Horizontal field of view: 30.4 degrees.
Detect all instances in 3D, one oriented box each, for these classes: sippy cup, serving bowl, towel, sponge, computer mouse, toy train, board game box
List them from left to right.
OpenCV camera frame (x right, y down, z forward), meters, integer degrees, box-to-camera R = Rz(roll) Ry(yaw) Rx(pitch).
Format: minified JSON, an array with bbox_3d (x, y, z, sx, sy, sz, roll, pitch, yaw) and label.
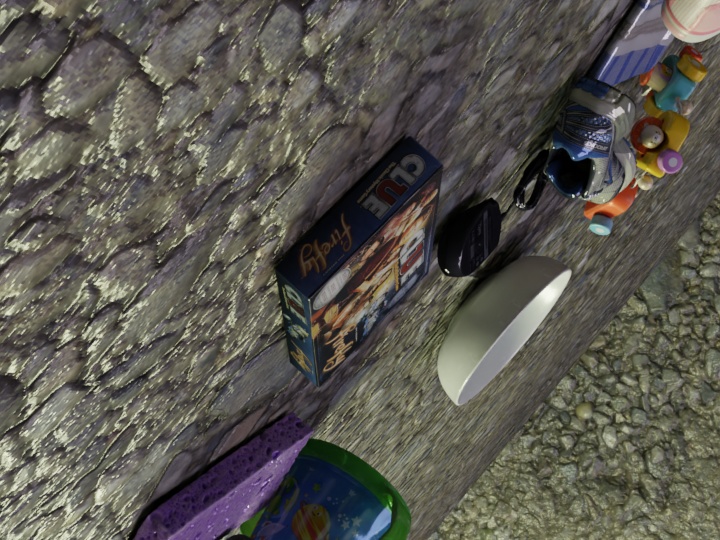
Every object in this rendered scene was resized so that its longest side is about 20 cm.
[{"bbox_3d":[-0.125,0.201,1.121,0.200,0.030,0.112,-31,158,-52],"label":"sponge"},{"bbox_3d":[-0.041,0.251,1.244,0.131,0.139,0.178,-52,176,-29],"label":"sippy cup"},{"bbox_3d":[0.000,0.000,0.975,0.136,0.035,0.200,-46,165,-15],"label":"board game box"},{"bbox_3d":[0.151,0.056,1.500,0.200,0.066,0.200,-45,165,-16],"label":"serving bowl"},{"bbox_3d":[0.123,-0.058,1.215,0.200,0.034,0.059,-42,140,-43],"label":"computer mouse"},{"bbox_3d":[0.279,-0.143,1.351,0.150,0.055,0.201,-24,-138,67],"label":"toy train"},{"bbox_3d":[0.287,-0.253,1.212,0.147,0.024,0.201,-26,153,-55],"label":"towel"}]

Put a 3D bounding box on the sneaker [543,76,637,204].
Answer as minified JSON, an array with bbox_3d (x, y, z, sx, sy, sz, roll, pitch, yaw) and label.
[{"bbox_3d":[0.205,-0.102,1.238,0.085,0.077,0.200,-55,158,-11],"label":"sneaker"}]

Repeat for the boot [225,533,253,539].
[{"bbox_3d":[-0.179,0.328,1.180,0.181,0.073,0.200,-30,171,-48],"label":"boot"}]

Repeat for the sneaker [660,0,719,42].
[{"bbox_3d":[0.350,-0.277,1.130,0.200,0.075,0.105,-35,167,-20],"label":"sneaker"}]
